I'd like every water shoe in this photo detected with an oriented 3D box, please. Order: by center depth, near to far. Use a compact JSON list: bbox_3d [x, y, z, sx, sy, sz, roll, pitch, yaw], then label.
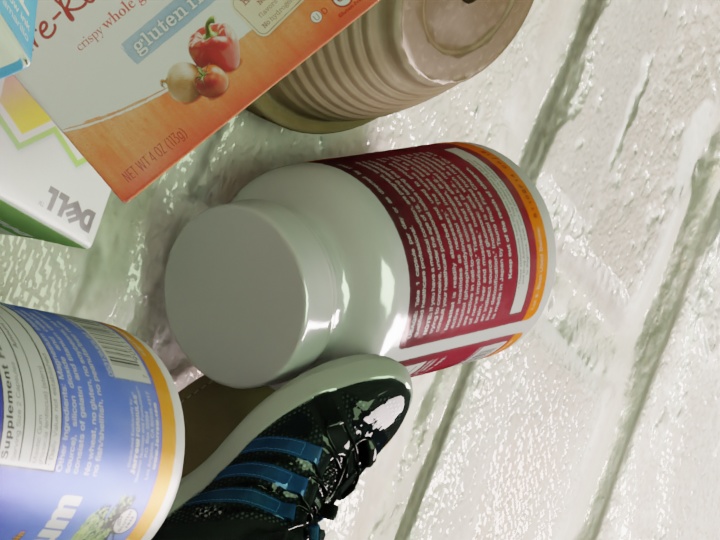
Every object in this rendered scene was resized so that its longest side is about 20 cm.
[{"bbox_3d":[-0.041,0.117,1.204,0.200,0.079,0.072,-35,143,-21],"label":"water shoe"}]

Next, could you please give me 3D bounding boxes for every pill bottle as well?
[{"bbox_3d":[-0.170,0.064,1.083,0.200,0.112,0.113,13,90,-56],"label":"pill bottle"},{"bbox_3d":[0.000,0.000,1.309,0.199,0.112,0.114,-11,109,-54],"label":"pill bottle"}]

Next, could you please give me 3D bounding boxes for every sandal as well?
[{"bbox_3d":[-0.076,0.101,1.293,0.211,0.078,0.070,-17,145,-45],"label":"sandal"}]

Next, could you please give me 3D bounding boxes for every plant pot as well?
[{"bbox_3d":[0.021,-0.149,1.273,0.200,0.092,0.202,-29,134,-35],"label":"plant pot"}]

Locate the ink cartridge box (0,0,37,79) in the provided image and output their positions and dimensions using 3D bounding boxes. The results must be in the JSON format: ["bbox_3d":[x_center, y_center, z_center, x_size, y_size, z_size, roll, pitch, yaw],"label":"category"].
[{"bbox_3d":[-0.185,-0.149,0.904,0.201,0.128,0.126,-91,155,-50],"label":"ink cartridge box"}]

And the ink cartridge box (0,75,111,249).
[{"bbox_3d":[-0.146,-0.073,1.120,0.104,0.059,0.201,34,72,-54],"label":"ink cartridge box"}]

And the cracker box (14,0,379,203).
[{"bbox_3d":[-0.100,-0.146,1.022,0.200,0.134,0.058,50,17,-10],"label":"cracker box"}]
